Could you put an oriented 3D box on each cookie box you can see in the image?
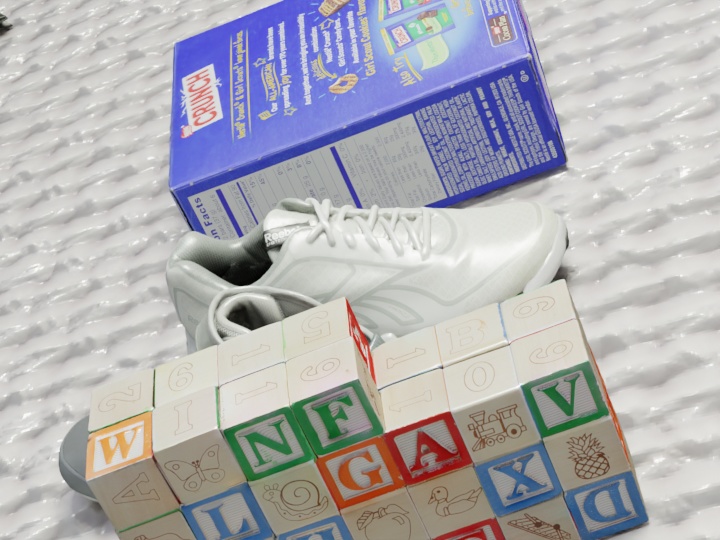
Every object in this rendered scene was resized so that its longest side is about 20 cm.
[{"bbox_3d":[-0.001,-0.094,1.070,0.198,0.076,0.172,-19,33,9],"label":"cookie box"}]

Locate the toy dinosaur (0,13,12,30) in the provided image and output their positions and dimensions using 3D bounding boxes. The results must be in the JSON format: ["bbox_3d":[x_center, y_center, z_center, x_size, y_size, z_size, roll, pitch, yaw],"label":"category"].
[{"bbox_3d":[-0.341,-0.171,1.406,0.200,0.102,0.136,37,82,31],"label":"toy dinosaur"}]

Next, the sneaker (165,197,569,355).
[{"bbox_3d":[0.000,0.000,0.934,0.198,0.082,0.075,-15,32,13],"label":"sneaker"}]

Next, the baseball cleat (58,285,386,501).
[{"bbox_3d":[-0.065,0.052,0.877,0.198,0.107,0.070,-10,40,26],"label":"baseball cleat"}]

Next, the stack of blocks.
[{"bbox_3d":[0.003,0.074,0.791,0.198,0.116,0.059,-20,33,8],"label":"stack of blocks"}]
